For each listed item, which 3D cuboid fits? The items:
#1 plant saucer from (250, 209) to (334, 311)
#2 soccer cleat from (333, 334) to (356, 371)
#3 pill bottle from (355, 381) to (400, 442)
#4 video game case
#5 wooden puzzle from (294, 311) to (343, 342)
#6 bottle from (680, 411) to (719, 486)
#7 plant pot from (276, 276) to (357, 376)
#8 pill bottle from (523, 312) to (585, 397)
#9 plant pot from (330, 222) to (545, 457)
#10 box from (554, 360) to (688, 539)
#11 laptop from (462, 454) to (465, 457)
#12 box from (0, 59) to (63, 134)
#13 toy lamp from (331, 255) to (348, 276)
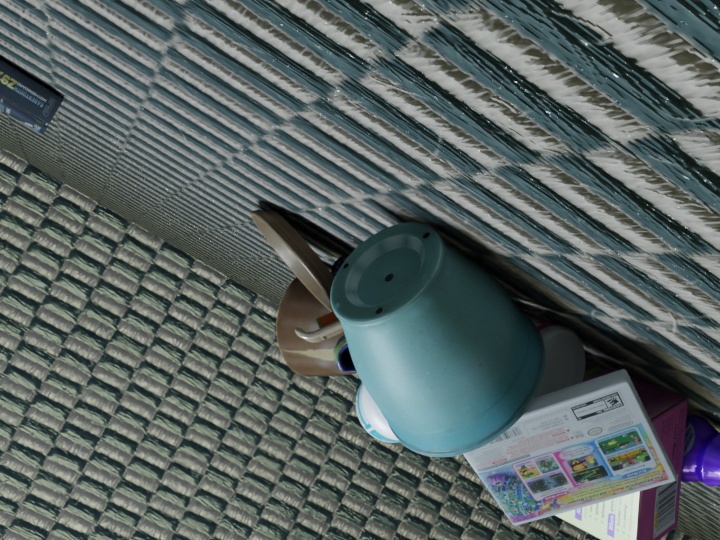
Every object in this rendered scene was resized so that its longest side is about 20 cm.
[{"bbox_3d":[-0.089,-0.017,1.365,0.200,0.029,0.200,49,171,10],"label":"plant saucer"},{"bbox_3d":[0.055,0.102,1.310,0.084,0.197,0.066,-71,-38,-70],"label":"soccer cleat"},{"bbox_3d":[0.052,0.175,1.244,0.110,0.112,0.200,28,168,2],"label":"pill bottle"},{"bbox_3d":[0.224,0.200,1.008,0.197,0.024,0.183,-22,127,19],"label":"video game case"},{"bbox_3d":[0.007,0.055,1.276,0.185,0.197,0.038,96,155,-84],"label":"wooden puzzle"},{"bbox_3d":[0.404,0.220,1.154,0.065,0.084,0.199,34,171,-36],"label":"bottle"},{"bbox_3d":[-0.010,0.097,1.565,0.198,0.190,0.186,3,157,41],"label":"plant pot"},{"bbox_3d":[0.164,0.100,1.120,0.113,0.115,0.199,34,170,-39],"label":"pill bottle"},{"bbox_3d":[0.070,0.058,0.976,0.199,0.201,0.189,18,152,50],"label":"plant pot"},{"bbox_3d":[0.293,0.222,1.153,0.096,0.179,0.198,-17,-156,-38],"label":"box"},{"bbox_3d":[0.144,0.211,1.460,0.177,0.199,0.104,40,-148,-27],"label":"laptop"},{"bbox_3d":[-0.543,-0.277,1.414,0.157,0.052,0.199,33,171,-21],"label":"box"},{"bbox_3d":[0.000,0.000,1.273,0.058,0.059,0.200,29,173,-11],"label":"toy lamp"}]
